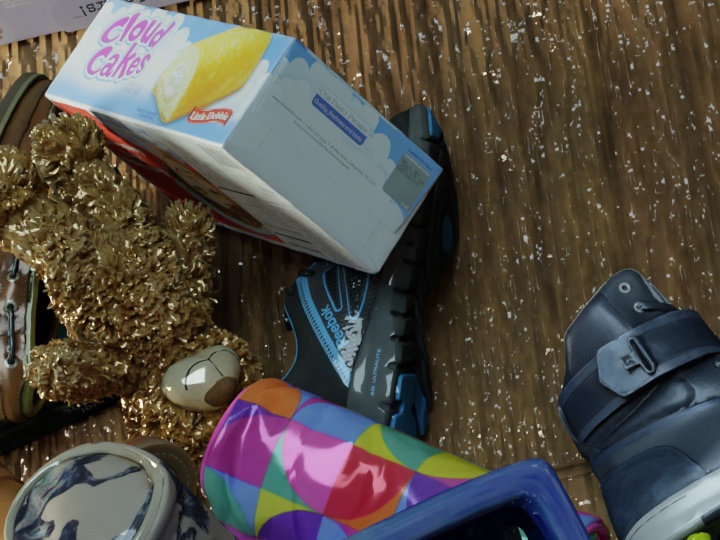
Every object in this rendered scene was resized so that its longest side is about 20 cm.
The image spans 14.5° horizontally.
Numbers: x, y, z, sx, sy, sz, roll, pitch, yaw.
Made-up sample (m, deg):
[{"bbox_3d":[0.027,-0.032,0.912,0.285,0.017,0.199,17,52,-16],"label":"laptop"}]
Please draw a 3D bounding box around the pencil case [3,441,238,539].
[{"bbox_3d":[-0.085,0.150,1.254,0.089,0.200,0.078,-45,50,-7],"label":"pencil case"}]

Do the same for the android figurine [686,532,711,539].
[{"bbox_3d":[0.180,0.201,1.229,0.182,0.041,0.200,-32,54,-2],"label":"android figurine"}]

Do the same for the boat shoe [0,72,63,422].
[{"bbox_3d":[-0.172,-0.010,1.487,0.068,0.072,0.201,6,68,17],"label":"boat shoe"}]

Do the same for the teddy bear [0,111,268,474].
[{"bbox_3d":[-0.118,0.010,1.416,0.067,0.145,0.200,-32,76,38],"label":"teddy bear"}]

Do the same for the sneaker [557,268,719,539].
[{"bbox_3d":[0.191,0.044,1.340,0.202,0.077,0.146,-28,55,2],"label":"sneaker"}]

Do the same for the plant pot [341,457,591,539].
[{"bbox_3d":[0.010,0.213,1.152,0.200,0.180,0.200,-23,84,-17],"label":"plant pot"}]

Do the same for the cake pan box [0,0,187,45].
[{"bbox_3d":[-0.157,-0.230,1.673,0.199,0.052,0.185,-11,56,13],"label":"cake pan box"}]

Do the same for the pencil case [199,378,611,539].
[{"bbox_3d":[0.021,0.121,1.334,0.200,0.088,0.088,23,68,24],"label":"pencil case"}]

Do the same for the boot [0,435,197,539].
[{"bbox_3d":[-0.170,0.125,1.394,0.200,0.077,0.155,-52,33,15],"label":"boot"}]

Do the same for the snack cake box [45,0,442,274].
[{"bbox_3d":[-0.063,-0.070,1.439,0.067,0.115,0.200,-57,33,-10],"label":"snack cake box"}]

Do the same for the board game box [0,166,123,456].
[{"bbox_3d":[-0.201,0.038,1.521,0.200,0.028,0.135,-24,53,3],"label":"board game box"}]

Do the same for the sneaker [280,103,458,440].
[{"bbox_3d":[0.000,0.000,1.443,0.082,0.073,0.200,0,57,20],"label":"sneaker"}]
